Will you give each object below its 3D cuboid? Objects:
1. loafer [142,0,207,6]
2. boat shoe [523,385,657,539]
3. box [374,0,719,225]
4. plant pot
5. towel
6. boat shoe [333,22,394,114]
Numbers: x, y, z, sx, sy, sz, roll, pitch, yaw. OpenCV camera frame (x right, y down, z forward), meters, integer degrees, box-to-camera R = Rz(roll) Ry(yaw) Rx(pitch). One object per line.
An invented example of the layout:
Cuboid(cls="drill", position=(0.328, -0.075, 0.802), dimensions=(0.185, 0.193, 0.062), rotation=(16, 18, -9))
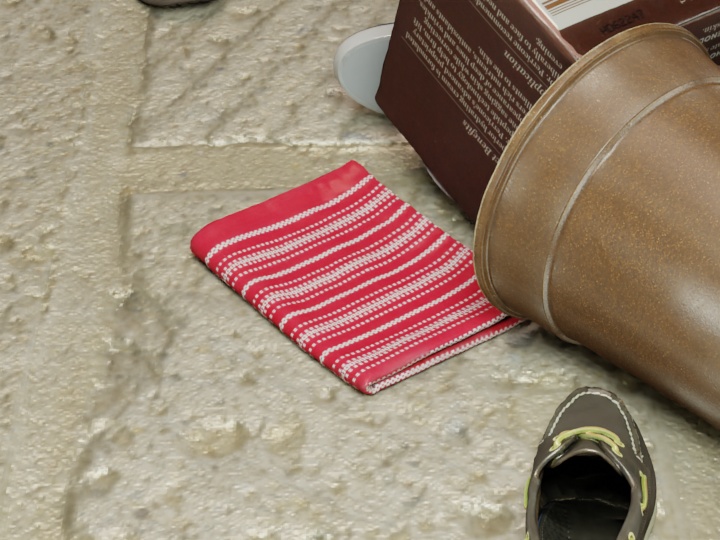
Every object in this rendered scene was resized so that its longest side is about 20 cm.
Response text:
Cuboid(cls="loafer", position=(-0.157, -0.273, 1.775), dimensions=(0.073, 0.071, 0.200), rotation=(-11, 36, -13))
Cuboid(cls="boat shoe", position=(0.124, 0.122, 1.196), dimensions=(0.071, 0.061, 0.202), rotation=(3, 35, 7))
Cuboid(cls="box", position=(0.132, -0.145, 1.422), dimensions=(0.164, 0.200, 0.166), rotation=(-24, 62, -26))
Cuboid(cls="plant pot", position=(0.204, -0.008, 1.279), dimensions=(0.200, 0.201, 0.198), rotation=(-27, 49, -32))
Cuboid(cls="towel", position=(0.000, 0.000, 1.415), dimensions=(0.144, 0.023, 0.200), rotation=(-24, 40, -27))
Cuboid(cls="boat shoe", position=(0.075, -0.163, 1.600), dimensions=(0.201, 0.075, 0.086), rotation=(-5, 36, -9))
